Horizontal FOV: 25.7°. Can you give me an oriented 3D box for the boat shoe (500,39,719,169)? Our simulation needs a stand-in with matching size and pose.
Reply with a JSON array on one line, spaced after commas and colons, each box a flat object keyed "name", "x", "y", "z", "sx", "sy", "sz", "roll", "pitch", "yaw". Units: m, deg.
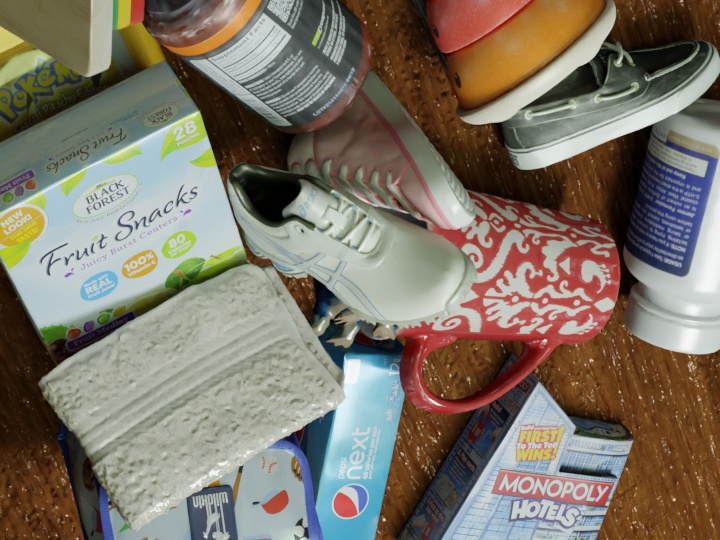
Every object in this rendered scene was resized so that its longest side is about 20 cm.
[{"name": "boat shoe", "x": 0.207, "y": -0.152, "z": 1.306, "sx": 0.199, "sy": 0.071, "sz": 0.064, "roll": -27, "pitch": 121, "yaw": -9}]

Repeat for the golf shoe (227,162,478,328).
[{"name": "golf shoe", "x": -0.015, "y": -0.022, "z": 1.123, "sx": 0.079, "sy": 0.198, "sz": 0.097, "roll": -63, "pitch": 151, "yaw": -15}]

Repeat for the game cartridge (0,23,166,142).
[{"name": "game cartridge", "x": -0.225, "y": -0.128, "z": 1.152, "sx": 0.175, "sy": 0.032, "sz": 0.201, "roll": -28, "pitch": 122, "yaw": -10}]

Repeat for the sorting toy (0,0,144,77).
[{"name": "sorting toy", "x": -0.209, "y": -0.258, "z": 1.004, "sx": 0.069, "sy": 0.199, "sz": 0.200, "roll": -28, "pitch": 138, "yaw": -42}]

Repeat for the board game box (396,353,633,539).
[{"name": "board game box", "x": 0.158, "y": 0.185, "z": 1.440, "sx": 0.198, "sy": 0.062, "sz": 0.202, "roll": 10, "pitch": 109, "yaw": -27}]

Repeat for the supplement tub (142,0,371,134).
[{"name": "supplement tub", "x": -0.085, "y": -0.184, "z": 1.117, "sx": 0.107, "sy": 0.107, "sz": 0.200, "roll": -51, "pitch": 138, "yaw": 4}]

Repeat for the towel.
[{"name": "towel", "x": -0.117, "y": 0.086, "z": 1.155, "sx": 0.199, "sy": 0.035, "sz": 0.133, "roll": -31, "pitch": 79, "yaw": -23}]

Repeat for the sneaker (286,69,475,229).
[{"name": "sneaker", "x": 0.010, "y": -0.069, "z": 1.187, "sx": 0.104, "sy": 0.201, "sz": 0.075, "roll": -38, "pitch": 129, "yaw": 4}]

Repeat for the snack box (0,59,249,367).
[{"name": "snack box", "x": -0.180, "y": -0.031, "z": 1.152, "sx": 0.168, "sy": 0.068, "sz": 0.201, "roll": -29, "pitch": 143, "yaw": -11}]

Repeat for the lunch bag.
[{"name": "lunch bag", "x": -0.131, "y": 0.162, "z": 1.210, "sx": 0.168, "sy": 0.201, "sz": 0.125, "roll": -6, "pitch": 139, "yaw": -18}]

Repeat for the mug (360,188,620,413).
[{"name": "mug", "x": 0.097, "y": 0.017, "z": 1.304, "sx": 0.198, "sy": 0.133, "sz": 0.179, "roll": 6, "pitch": 109, "yaw": -30}]

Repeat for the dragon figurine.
[{"name": "dragon figurine", "x": 0.000, "y": 0.000, "z": 1.210, "sx": 0.058, "sy": 0.199, "sz": 0.101, "roll": 16, "pitch": 72, "yaw": -29}]

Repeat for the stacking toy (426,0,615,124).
[{"name": "stacking toy", "x": 0.085, "y": -0.225, "z": 1.190, "sx": 0.146, "sy": 0.146, "sz": 0.201, "roll": -38, "pitch": 103, "yaw": -3}]

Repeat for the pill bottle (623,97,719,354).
[{"name": "pill bottle", "x": 0.292, "y": -0.038, "z": 1.365, "sx": 0.119, "sy": 0.120, "sz": 0.202, "roll": 2, "pitch": 112, "yaw": -24}]

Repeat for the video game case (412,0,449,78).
[{"name": "video game case", "x": 0.106, "y": -0.241, "z": 1.253, "sx": 0.142, "sy": 0.019, "sz": 0.201, "roll": -33, "pitch": 122, "yaw": -7}]

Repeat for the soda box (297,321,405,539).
[{"name": "soda box", "x": -0.014, "y": 0.149, "z": 1.345, "sx": 0.064, "sy": 0.068, "sz": 0.202, "roll": 3, "pitch": 111, "yaw": -24}]
